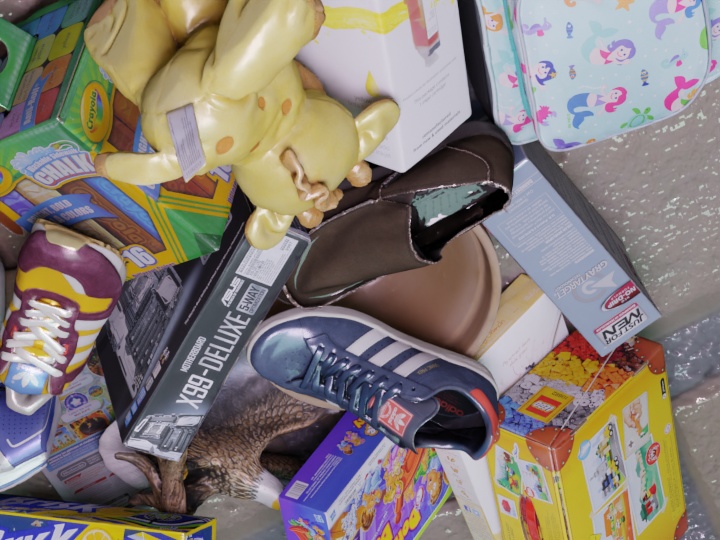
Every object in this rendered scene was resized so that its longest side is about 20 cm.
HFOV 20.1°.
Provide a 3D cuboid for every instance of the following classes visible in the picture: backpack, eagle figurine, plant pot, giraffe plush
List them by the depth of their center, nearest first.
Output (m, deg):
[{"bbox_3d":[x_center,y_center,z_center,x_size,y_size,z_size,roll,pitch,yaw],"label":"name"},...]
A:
[{"bbox_3d":[-0.062,-0.106,1.289,0.172,0.201,0.162,-21,145,30],"label":"giraffe plush"},{"bbox_3d":[0.174,-0.188,1.415,0.199,0.151,0.178,-18,127,-7],"label":"backpack"},{"bbox_3d":[0.000,0.000,1.536,0.199,0.093,0.202,-7,125,-10],"label":"plant pot"},{"bbox_3d":[-0.089,0.143,1.604,0.152,0.200,0.151,-32,89,45],"label":"eagle figurine"}]

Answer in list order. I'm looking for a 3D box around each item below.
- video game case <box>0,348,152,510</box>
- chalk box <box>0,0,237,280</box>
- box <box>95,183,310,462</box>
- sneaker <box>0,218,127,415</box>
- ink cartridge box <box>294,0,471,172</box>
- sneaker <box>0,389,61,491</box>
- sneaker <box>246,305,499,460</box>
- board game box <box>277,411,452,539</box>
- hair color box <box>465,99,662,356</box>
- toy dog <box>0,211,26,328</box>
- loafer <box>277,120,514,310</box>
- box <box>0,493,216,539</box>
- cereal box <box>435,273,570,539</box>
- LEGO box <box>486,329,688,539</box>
[{"bbox_3d":[-0.199,0.117,1.621,0.143,0.018,0.200,-25,128,6],"label":"video game case"},{"bbox_3d":[-0.187,-0.101,1.369,0.123,0.125,0.200,-16,137,38],"label":"chalk box"},{"bbox_3d":[-0.119,0.010,1.461,0.050,0.158,0.201,20,114,-28],"label":"box"},{"bbox_3d":[-0.210,0.039,1.393,0.075,0.091,0.200,22,156,1],"label":"sneaker"},{"bbox_3d":[-0.015,-0.184,1.355,0.083,0.145,0.201,-41,137,-34],"label":"ink cartridge box"},{"bbox_3d":[-0.334,0.109,1.530,0.198,0.081,0.116,-9,127,8],"label":"sneaker"},{"bbox_3d":[0.014,0.087,1.487,0.199,0.085,0.075,14,122,-15],"label":"sneaker"},{"bbox_3d":[0.014,0.168,1.613,0.045,0.200,0.135,15,134,28],"label":"board game box"},{"bbox_3d":[0.143,-0.034,1.544,0.061,0.099,0.200,-36,126,13],"label":"hair color box"},{"bbox_3d":[-0.293,-0.006,1.454,0.131,0.097,0.200,-29,128,8],"label":"toy dog"},{"bbox_3d":[0.021,-0.032,1.418,0.199,0.071,0.073,-33,125,10],"label":"loafer"},{"bbox_3d":[-0.211,0.212,1.520,0.199,0.064,0.071,4,94,18],"label":"box"},{"bbox_3d":[0.125,0.122,1.652,0.144,0.039,0.201,-44,134,-24],"label":"cereal box"},{"bbox_3d":[0.183,0.167,1.642,0.149,0.077,0.201,-38,130,-32],"label":"LEGO box"}]
